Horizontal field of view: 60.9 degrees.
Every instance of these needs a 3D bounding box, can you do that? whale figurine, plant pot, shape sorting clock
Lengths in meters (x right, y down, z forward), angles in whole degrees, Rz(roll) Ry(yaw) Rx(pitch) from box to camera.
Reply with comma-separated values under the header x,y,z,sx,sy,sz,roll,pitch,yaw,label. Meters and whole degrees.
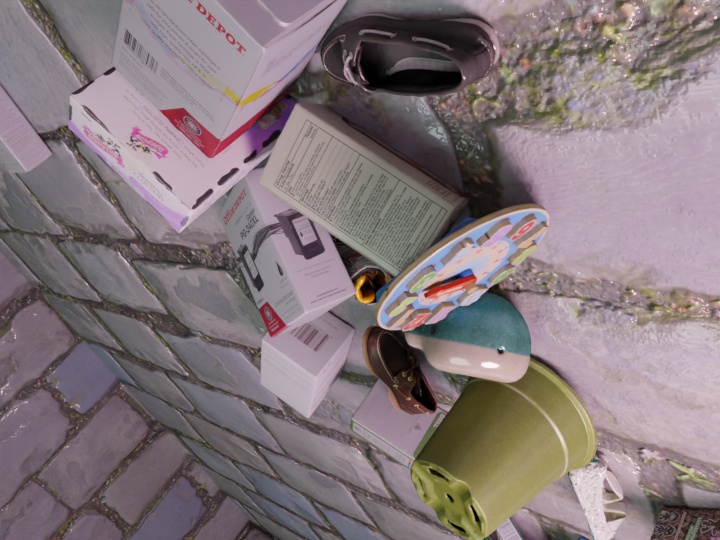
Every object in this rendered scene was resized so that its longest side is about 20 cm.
x,y,z,sx,sy,sz,roll,pitch,yaw,label
0.133,0.078,0.779,0.159,0.104,0.200,12,177,-14,whale figurine
0.169,0.239,0.803,0.200,0.190,0.200,34,142,32,plant pot
0.104,0.003,0.614,0.039,0.200,0.200,63,155,20,shape sorting clock

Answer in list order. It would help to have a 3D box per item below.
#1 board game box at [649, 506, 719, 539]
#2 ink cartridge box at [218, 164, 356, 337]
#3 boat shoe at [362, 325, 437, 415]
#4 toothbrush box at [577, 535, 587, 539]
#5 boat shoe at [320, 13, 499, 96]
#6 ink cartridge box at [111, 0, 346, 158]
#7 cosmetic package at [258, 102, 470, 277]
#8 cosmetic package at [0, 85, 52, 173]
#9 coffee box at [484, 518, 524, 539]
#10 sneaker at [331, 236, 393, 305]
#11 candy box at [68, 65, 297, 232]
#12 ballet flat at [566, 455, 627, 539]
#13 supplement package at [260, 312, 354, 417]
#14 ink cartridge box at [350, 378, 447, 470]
x,y,z,sx,sy,sz,roll,pitch,yaw,label
0.497,0.391,0.767,0.159,0.097,0.200,46,149,-9,board game box
-0.106,-0.028,0.829,0.145,0.083,0.200,-36,77,58,ink cartridge box
0.068,0.161,0.973,0.070,0.070,0.200,7,143,37,boat shoe
0.455,0.573,1.060,0.200,0.085,0.147,22,144,30,toothbrush box
0.028,-0.195,0.565,0.200,0.057,0.067,13,140,38,boat shoe
-0.128,-0.240,0.592,0.145,0.145,0.200,45,149,-8,ink cartridge box
0.005,-0.087,0.666,0.200,0.087,0.103,36,112,9,cosmetic package
-0.739,-0.302,1.254,0.102,0.074,0.200,7,137,42,cosmetic package
0.310,0.577,1.174,0.200,0.044,0.123,58,163,31,coffee box
0.000,0.000,0.823,0.200,0.082,0.078,1,132,48,sneaker
-0.192,-0.172,0.696,0.168,0.200,0.072,45,149,-8,candy box
0.353,0.340,0.895,0.072,0.072,0.200,6,136,43,ballet flat
-0.100,0.157,1.100,0.117,0.117,0.200,33,148,11,supplement package
0.091,0.279,1.061,0.200,0.104,0.059,29,148,18,ink cartridge box
